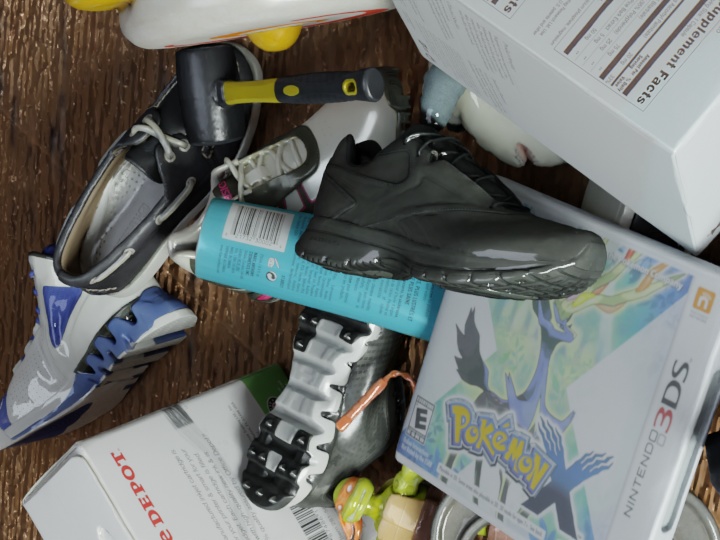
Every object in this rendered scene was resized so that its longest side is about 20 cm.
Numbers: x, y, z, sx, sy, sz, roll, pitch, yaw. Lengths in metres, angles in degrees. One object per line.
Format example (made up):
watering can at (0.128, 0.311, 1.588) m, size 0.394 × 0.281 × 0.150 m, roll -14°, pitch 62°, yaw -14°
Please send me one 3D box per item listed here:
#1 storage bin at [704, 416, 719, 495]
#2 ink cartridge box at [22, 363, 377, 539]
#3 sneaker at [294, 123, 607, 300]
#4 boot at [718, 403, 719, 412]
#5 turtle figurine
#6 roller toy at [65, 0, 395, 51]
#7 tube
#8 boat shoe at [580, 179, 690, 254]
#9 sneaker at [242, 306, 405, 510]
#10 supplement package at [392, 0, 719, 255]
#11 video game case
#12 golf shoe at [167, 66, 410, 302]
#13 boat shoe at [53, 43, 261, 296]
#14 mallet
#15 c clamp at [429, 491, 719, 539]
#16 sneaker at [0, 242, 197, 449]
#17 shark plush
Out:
storage bin at (0.283, 0.072, 0.734) m, size 0.200 × 0.146 × 0.135 m, roll 21°, pitch 105°, yaw 5°
ink cartridge box at (-0.101, 0.163, 1.026) m, size 0.084 × 0.200 × 0.146 m, roll -42°, pitch 75°, yaw 37°
sneaker at (0.047, -0.034, 0.854) m, size 0.200 × 0.076 × 0.091 m, roll 11°, pitch 88°, yaw 38°
boot at (0.225, 0.004, 0.824) m, size 0.074 × 0.075 × 0.200 m, roll 28°, pitch 117°, yaw 27°
turtle figurine at (0.044, 0.172, 0.984) m, size 0.161 × 0.064 × 0.200 m, roll 21°, pitch 100°, yaw 7°
roller toy at (-0.062, -0.199, 0.918) m, size 0.182 × 0.200 × 0.140 m, roll -6°, pitch 98°, yaw 32°
tube at (0.000, 0.000, 0.952) m, size 0.199 × 0.050 × 0.078 m, roll 13°, pitch 83°, yaw 4°
boat shoe at (0.154, 0.003, 0.885) m, size 0.060 × 0.074 × 0.200 m, roll 13°, pitch 94°, yaw -9°
sneaker at (-0.003, 0.069, 1.018) m, size 0.066 × 0.090 × 0.200 m, roll 23°, pitch 89°, yaw 44°
supplement package at (0.132, -0.141, 0.777) m, size 0.200 × 0.152 × 0.151 m, roll 40°, pitch 87°, yaw 23°
video game case at (0.109, 0.060, 0.851) m, size 0.200 × 0.022 × 0.183 m, roll 28°, pitch 106°, yaw 49°
golf shoe at (-0.043, -0.053, 0.994) m, size 0.200 × 0.088 × 0.077 m, roll -50°, pitch 46°, yaw 32°
boat shoe at (-0.140, -0.069, 1.054) m, size 0.074 × 0.060 × 0.200 m, roll 44°, pitch 105°, yaw 22°
mallet at (-0.050, -0.099, 0.941) m, size 0.200 × 0.041 × 0.066 m, roll 17°, pitch 115°, yaw 51°
c clamp at (0.135, 0.203, 0.925) m, size 0.199 × 0.027 × 0.171 m, roll 9°, pitch 97°, yaw 8°
sneaker at (-0.215, 0.042, 1.170) m, size 0.199 × 0.080 × 0.115 m, roll -40°, pitch 73°, yaw 29°
shark plush at (0.081, -0.160, 0.921) m, size 0.083 × 0.091 × 0.201 m, roll -5°, pitch 82°, yaw 14°
